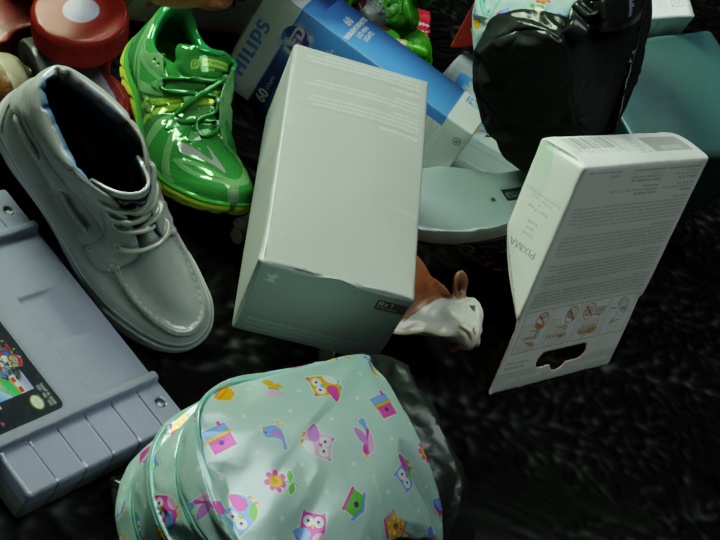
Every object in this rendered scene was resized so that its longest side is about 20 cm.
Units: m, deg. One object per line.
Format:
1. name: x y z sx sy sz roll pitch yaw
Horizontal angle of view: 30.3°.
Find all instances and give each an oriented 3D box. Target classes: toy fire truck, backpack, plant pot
1. toy fire truck: -0.254 -0.153 0.918 0.168 0.112 0.200 -19 60 -21
2. backpack: 0.162 -0.193 1.055 0.126 0.167 0.200 12 52 21
3. backpack: -0.041 0.124 0.764 0.200 0.127 0.167 -7 58 -39
4. plant pot: 0.253 -0.124 1.220 0.200 0.141 0.142 -10 68 -48

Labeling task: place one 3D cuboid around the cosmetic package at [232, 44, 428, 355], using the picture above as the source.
1. cosmetic package: -0.018 -0.048 0.907 0.107 0.090 0.200 16 54 -11

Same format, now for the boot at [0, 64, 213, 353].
1. boot: -0.150 -0.033 0.822 0.074 0.096 0.200 -43 103 -24

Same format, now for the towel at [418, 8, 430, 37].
1. towel: 0.001 -0.211 1.237 0.144 0.023 0.200 24 39 -15

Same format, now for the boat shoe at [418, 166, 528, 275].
1. boat shoe: 0.099 -0.032 1.084 0.200 0.091 0.071 -6 53 -24

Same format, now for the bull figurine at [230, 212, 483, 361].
1. bull figurine: 0.000 0.000 0.975 0.121 0.065 0.200 -20 60 -41

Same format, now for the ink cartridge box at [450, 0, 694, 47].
1. ink cartridge box: 0.196 -0.223 1.245 0.199 0.109 0.050 -7 72 -15

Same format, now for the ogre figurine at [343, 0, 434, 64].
1. ogre figurine: 0.015 -0.228 1.156 0.200 0.098 0.120 48 25 -7

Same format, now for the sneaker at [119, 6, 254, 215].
1. sneaker: -0.128 -0.122 0.986 0.074 0.084 0.200 0 49 -36

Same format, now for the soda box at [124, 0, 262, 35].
1. soda box: -0.152 -0.249 1.120 0.200 0.064 0.068 1 50 -39

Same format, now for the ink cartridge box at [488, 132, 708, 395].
1. ink cartridge box: 0.170 -0.009 1.026 0.161 0.200 0.050 -8 39 -43

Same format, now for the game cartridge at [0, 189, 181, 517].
1. game cartridge: -0.210 0.041 0.793 0.200 0.038 0.130 49 34 15

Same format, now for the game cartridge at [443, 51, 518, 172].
1. game cartridge: 0.122 -0.124 1.231 0.133 0.041 0.200 25 38 -9

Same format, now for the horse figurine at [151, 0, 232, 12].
1. horse figurine: -0.147 -0.230 0.911 0.200 0.050 0.133 28 43 -44

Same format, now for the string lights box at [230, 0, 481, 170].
1. string lights box: -0.006 -0.145 1.093 0.200 0.103 0.059 37 37 -1
